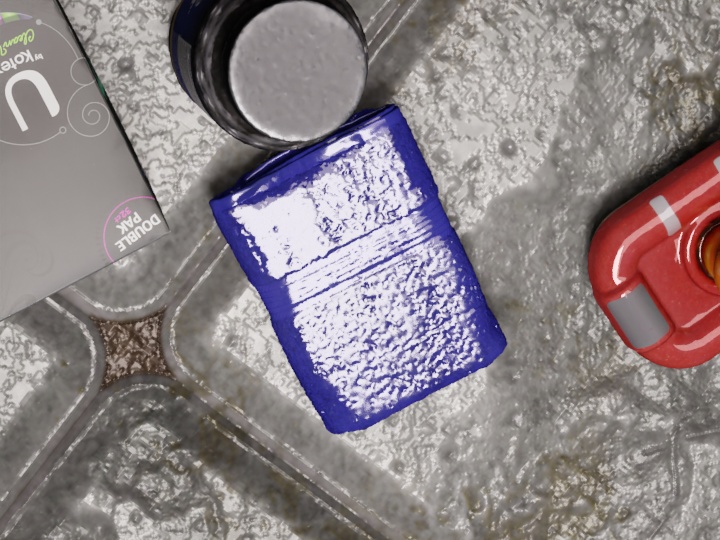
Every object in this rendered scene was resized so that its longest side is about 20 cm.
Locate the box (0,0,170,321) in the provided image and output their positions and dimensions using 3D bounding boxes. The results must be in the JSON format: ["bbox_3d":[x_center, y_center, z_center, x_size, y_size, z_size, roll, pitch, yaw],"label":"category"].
[{"bbox_3d":[-0.232,-0.088,1.321,0.148,0.124,0.201,-27,106,-5],"label":"box"}]

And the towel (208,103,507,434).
[{"bbox_3d":[0.000,0.000,1.436,0.147,0.050,0.201,-26,106,1],"label":"towel"}]

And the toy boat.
[{"bbox_3d":[0.262,-0.012,1.437,0.199,0.131,0.131,-35,107,4],"label":"toy boat"}]

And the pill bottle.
[{"bbox_3d":[-0.057,-0.136,1.312,0.111,0.200,0.113,-2,102,-12],"label":"pill bottle"}]
